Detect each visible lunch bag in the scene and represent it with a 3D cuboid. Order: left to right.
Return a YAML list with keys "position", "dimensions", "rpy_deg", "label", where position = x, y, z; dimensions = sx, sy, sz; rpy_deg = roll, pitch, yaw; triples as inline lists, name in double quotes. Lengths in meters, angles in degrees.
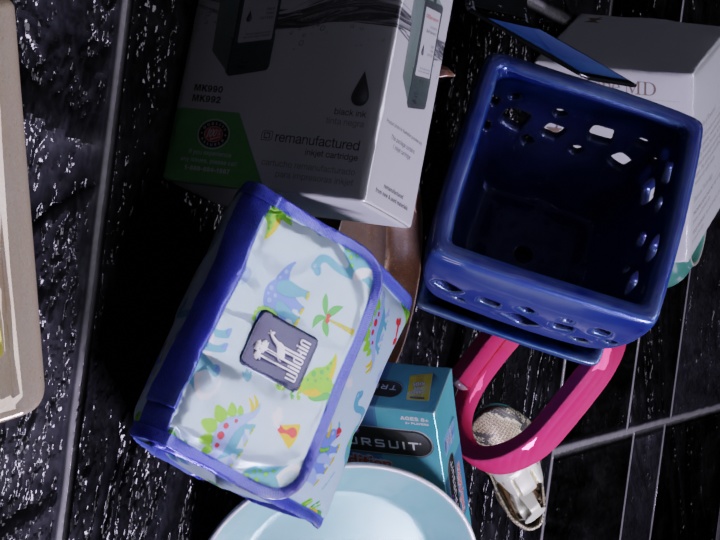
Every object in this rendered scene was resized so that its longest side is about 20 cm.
- position: [-0.062, 0.053, 1.257]
  dimensions: [0.171, 0.127, 0.200]
  rpy_deg: [-67, 155, -11]
  label: "lunch bag"

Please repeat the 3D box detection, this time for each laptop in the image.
- position: [0.158, -0.253, 1.726]
  dimensions: [0.177, 0.103, 0.201]
  rpy_deg: [-7, 91, -69]
  label: "laptop"

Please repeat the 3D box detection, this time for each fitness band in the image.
- position: [0.154, 0.090, 1.808]
  dimensions: [0.037, 0.144, 0.200]
  rpy_deg: [39, 89, -37]
  label: "fitness band"

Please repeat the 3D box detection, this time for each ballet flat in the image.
- position: [0.156, 0.202, 1.981]
  dimensions: [0.200, 0.068, 0.076]
  rpy_deg: [67, -1, -57]
  label: "ballet flat"

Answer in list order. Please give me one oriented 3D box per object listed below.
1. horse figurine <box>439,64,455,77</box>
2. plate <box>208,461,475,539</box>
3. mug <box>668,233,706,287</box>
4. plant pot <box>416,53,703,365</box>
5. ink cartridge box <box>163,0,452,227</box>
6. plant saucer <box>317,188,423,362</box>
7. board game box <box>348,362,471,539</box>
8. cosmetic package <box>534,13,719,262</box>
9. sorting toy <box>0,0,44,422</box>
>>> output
- position: [-0.015, -0.082, 1.357]
  dimensions: [0.200, 0.050, 0.133]
  rpy_deg: [-34, -150, 55]
  label: "horse figurine"
- position: [-0.017, 0.208, 1.399]
  dimensions: [0.026, 0.199, 0.201]
  rpy_deg: [-106, -172, -56]
  label: "plate"
- position: [0.327, -0.048, 2.293]
  dimensions: [0.185, 0.114, 0.153]
  rpy_deg: [-54, 146, -52]
  label: "mug"
- position: [0.156, -0.039, 1.707]
  dimensions: [0.180, 0.199, 0.201]
  rpy_deg: [115, -8, -67]
  label: "plant pot"
- position: [-0.029, -0.139, 1.266]
  dimensions: [0.084, 0.145, 0.201]
  rpy_deg: [25, 73, -65]
  label: "ink cartridge box"
- position: [0.000, 0.000, 1.554]
  dimensions: [0.200, 0.034, 0.202]
  rpy_deg: [9, 90, -69]
  label: "plant saucer"
- position: [-0.003, 0.150, 1.432]
  dimensions: [0.047, 0.150, 0.201]
  rpy_deg: [-66, 154, -46]
  label: "board game box"
- position: [0.276, -0.139, 2.049]
  dimensions: [0.166, 0.166, 0.201]
  rpy_deg: [-45, 138, -57]
  label: "cosmetic package"
- position: [-0.207, -0.005, 0.810]
  dimensions: [0.199, 0.036, 0.186]
  rpy_deg: [-20, 116, -43]
  label: "sorting toy"
